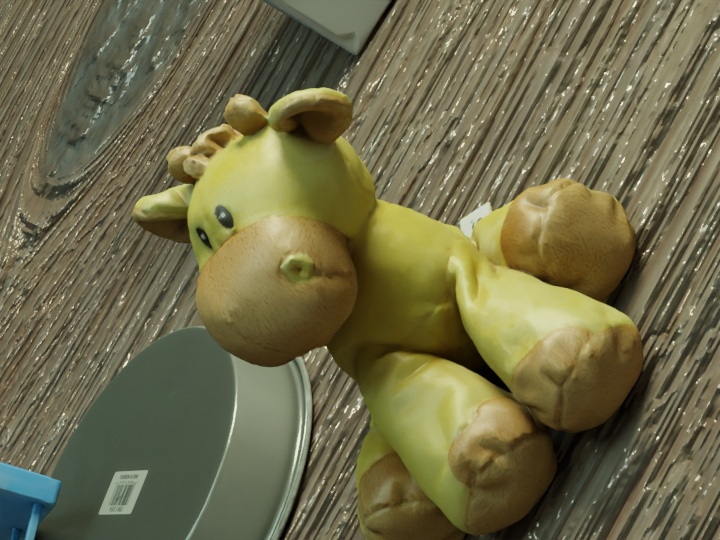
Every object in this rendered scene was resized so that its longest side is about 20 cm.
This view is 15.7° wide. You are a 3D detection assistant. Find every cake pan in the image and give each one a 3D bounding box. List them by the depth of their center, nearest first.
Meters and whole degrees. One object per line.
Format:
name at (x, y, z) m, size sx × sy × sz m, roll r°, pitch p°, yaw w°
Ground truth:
cake pan at (-0.099, 0.112, 1.256) m, size 0.200 × 0.037 × 0.200 m, roll -40°, pitch 33°, yaw 33°

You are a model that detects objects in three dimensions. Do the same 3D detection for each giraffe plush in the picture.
giraffe plush at (0.000, 0.000, 1.062) m, size 0.173 × 0.162 × 0.200 m, roll -49°, pitch 29°, yaw 19°

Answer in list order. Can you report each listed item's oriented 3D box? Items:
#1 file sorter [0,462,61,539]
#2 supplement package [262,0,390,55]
file sorter at (-0.251, 0.165, 1.294) m, size 0.200 × 0.139 × 0.123 m, roll 135°, pitch 151°, yaw -62°
supplement package at (-0.027, -0.244, 1.363) m, size 0.200 × 0.156 × 0.111 m, roll -58°, pitch 27°, yaw 3°
